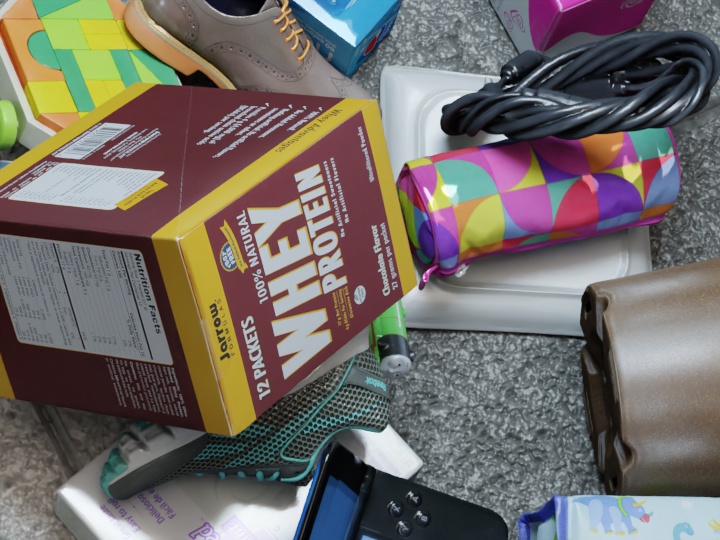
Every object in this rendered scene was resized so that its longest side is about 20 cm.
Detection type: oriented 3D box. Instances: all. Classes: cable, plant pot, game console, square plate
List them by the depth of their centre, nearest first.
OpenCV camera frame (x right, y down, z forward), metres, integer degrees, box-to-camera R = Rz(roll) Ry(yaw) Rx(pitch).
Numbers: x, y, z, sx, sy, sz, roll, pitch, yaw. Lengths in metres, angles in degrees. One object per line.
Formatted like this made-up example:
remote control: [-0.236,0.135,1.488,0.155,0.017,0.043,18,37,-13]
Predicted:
game console: [0.009,0.224,1.519,0.171,0.118,0.200,21,81,-17]
plant pot: [0.255,0.070,1.624,0.198,0.200,0.200,-6,70,-4]
cable: [0.148,-0.124,1.646,0.163,0.200,0.051,-19,107,-37]
square plate: [0.113,-0.052,1.726,0.198,0.028,0.200,3,69,-8]

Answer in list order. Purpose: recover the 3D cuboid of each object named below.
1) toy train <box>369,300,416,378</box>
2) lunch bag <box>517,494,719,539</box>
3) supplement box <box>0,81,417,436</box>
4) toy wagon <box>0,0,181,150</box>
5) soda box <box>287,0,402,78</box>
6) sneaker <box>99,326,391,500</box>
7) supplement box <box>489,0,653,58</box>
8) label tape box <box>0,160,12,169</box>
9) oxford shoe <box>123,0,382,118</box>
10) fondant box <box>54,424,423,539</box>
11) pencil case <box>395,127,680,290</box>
toy train: [0.000,0.000,1.650,0.056,0.042,0.200,1,48,-10]
lunch bag: [0.193,0.250,1.570,0.170,0.127,0.200,1,74,-9]
supplement box: [-0.110,-0.014,1.509,0.200,0.133,0.197,7,32,37]
toy wagon: [-0.197,-0.146,1.675,0.155,0.040,0.200,-3,54,-33]
soda box: [-0.068,-0.225,1.740,0.200,0.068,0.064,38,68,6]
sneaker: [-0.068,0.106,1.547,0.200,0.078,0.091,-28,104,1]
supplement box: [0.128,-0.263,1.769,0.103,0.101,0.200,-22,75,-17]
label tape box: [-0.277,0.001,1.624,0.200,0.066,0.143,3,68,-6]
oxford shoe: [-0.062,-0.151,1.689,0.200,0.073,0.071,27,38,-17]
fondant box: [-0.080,0.143,1.605,0.200,0.058,0.144,-39,80,-19]
pencil case: [0.119,-0.051,1.665,0.200,0.088,0.088,-16,73,-15]
